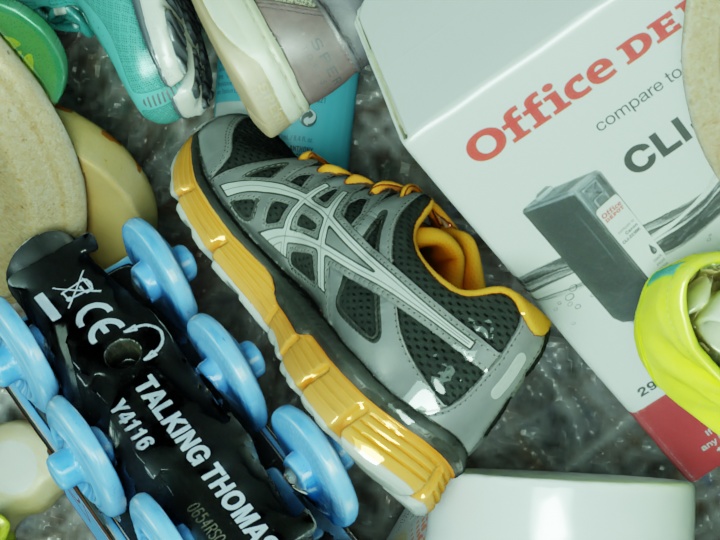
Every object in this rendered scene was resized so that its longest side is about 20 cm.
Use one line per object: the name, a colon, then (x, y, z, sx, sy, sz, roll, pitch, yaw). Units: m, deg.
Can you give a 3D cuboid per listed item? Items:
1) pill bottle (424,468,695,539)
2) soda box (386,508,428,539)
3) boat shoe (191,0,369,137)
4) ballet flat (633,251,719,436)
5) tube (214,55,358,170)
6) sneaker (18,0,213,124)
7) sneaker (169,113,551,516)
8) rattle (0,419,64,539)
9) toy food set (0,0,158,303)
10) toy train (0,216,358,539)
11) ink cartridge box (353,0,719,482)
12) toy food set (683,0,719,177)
pill bottle: (0.064, 0.169, 0.901, 0.119, 0.120, 0.201, 3, 88, 13)
soda box: (0.009, 0.172, 0.989, 0.063, 0.068, 0.201, 32, 86, -12)
boat shoe: (-0.041, -0.135, 0.985, 0.065, 0.072, 0.201, -22, 51, 0)
ballet flat: (0.172, 0.059, 0.855, 0.200, 0.067, 0.067, 36, 72, 11)
tube: (-0.025, -0.108, 1.030, 0.077, 0.050, 0.201, 5, 88, 19)
sneaker: (-0.119, -0.118, 1.012, 0.079, 0.078, 0.200, -34, 56, -7)
sneaker: (0.000, 0.000, 0.925, 0.077, 0.078, 0.200, -43, 44, 5)
rattle: (-0.085, 0.132, 1.003, 0.199, 0.143, 0.131, 30, 79, 17)
toy food set: (-0.180, -0.065, 1.012, 0.199, 0.049, 0.198, 5, 136, 35)
toy train: (-0.064, 0.071, 0.949, 0.086, 0.115, 0.200, -30, 52, -16)
ink cartridge box: (0.113, -0.044, 0.922, 0.144, 0.084, 0.200, -34, 126, 11)
toy food set: (0.197, -0.072, 0.813, 0.197, 0.049, 0.201, 10, 122, -8)
